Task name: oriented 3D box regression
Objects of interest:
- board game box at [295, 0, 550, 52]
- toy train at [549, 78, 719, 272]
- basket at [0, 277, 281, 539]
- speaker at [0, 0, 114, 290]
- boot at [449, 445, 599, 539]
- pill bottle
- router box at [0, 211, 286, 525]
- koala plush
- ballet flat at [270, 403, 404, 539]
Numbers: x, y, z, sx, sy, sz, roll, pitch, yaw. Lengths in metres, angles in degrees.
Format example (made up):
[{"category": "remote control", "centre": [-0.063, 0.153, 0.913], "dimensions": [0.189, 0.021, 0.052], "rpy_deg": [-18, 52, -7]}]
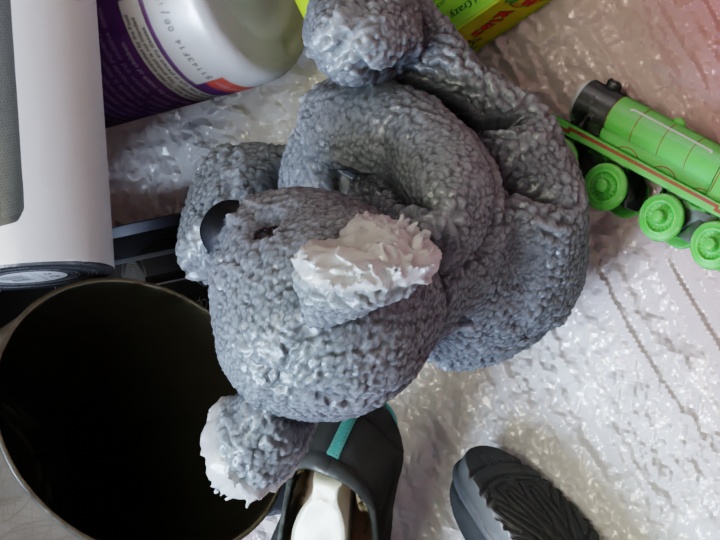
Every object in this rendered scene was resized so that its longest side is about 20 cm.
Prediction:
[{"category": "board game box", "centre": [0.057, -0.171, 1.345], "dimensions": [0.200, 0.048, 0.102], "rpy_deg": [-33, 76, 28]}, {"category": "toy train", "centre": [0.166, -0.029, 1.294], "dimensions": [0.200, 0.042, 0.057], "rpy_deg": [31, 98, 26]}, {"category": "basket", "centre": [-0.168, 0.100, 1.373], "dimensions": [0.200, 0.180, 0.137], "rpy_deg": [-25, 70, 40]}, {"category": "speaker", "centre": [-0.160, -0.095, 1.325], "dimensions": [0.081, 0.081, 0.201], "rpy_deg": [-9, 81, 31]}, {"category": "boot", "centre": [0.051, 0.209, 1.365], "dimensions": [0.165, 0.066, 0.200], "rpy_deg": [50, 120, 22]}, {"category": "pill bottle", "centre": [-0.135, -0.127, 1.424], "dimensions": [0.199, 0.111, 0.112], "rpy_deg": [-13, 86, 30]}, {"category": "router box", "centre": [-0.092, 0.052, 1.442], "dimensions": [0.199, 0.052, 0.158], "rpy_deg": [-10, 88, 31]}, {"category": "koala plush", "centre": [0.000, 0.000, 1.250], "dimensions": [0.184, 0.200, 0.178], "rpy_deg": [35, 124, 0]}, {"category": "ballet flat", "centre": [-0.021, 0.149, 1.353], "dimensions": [0.068, 0.068, 0.201], "rpy_deg": [12, 125, 13]}]
